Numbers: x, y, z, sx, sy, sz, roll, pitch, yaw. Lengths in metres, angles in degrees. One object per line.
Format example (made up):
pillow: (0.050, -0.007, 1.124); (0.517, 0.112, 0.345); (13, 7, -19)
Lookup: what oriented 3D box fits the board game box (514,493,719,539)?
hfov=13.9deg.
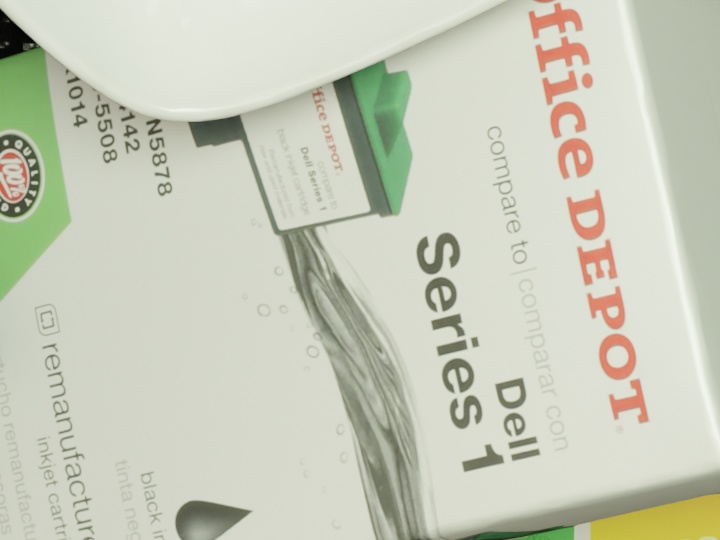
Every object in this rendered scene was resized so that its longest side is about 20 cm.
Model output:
board game box: (0.057, 0.126, 0.800); (0.153, 0.040, 0.200); (-9, 99, 19)

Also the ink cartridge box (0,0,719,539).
ink cartridge box: (0.000, 0.000, 0.729); (0.200, 0.084, 0.146); (-16, 81, 24)

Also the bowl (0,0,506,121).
bowl: (-0.019, -0.145, 0.623); (0.200, 0.075, 0.200); (-27, 126, 17)
